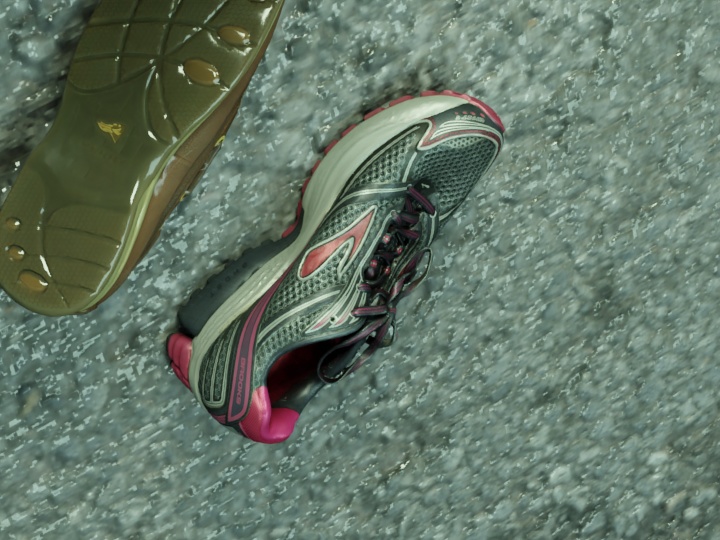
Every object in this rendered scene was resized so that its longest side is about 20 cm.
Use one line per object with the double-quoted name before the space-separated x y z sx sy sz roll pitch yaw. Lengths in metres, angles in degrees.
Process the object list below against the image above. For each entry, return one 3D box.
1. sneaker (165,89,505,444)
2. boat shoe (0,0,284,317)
"sneaker" 0.000 0.000 1.310 0.200 0.075 0.081 -48 138 3
"boat shoe" -0.093 -0.071 1.197 0.201 0.072 0.068 -59 170 4
